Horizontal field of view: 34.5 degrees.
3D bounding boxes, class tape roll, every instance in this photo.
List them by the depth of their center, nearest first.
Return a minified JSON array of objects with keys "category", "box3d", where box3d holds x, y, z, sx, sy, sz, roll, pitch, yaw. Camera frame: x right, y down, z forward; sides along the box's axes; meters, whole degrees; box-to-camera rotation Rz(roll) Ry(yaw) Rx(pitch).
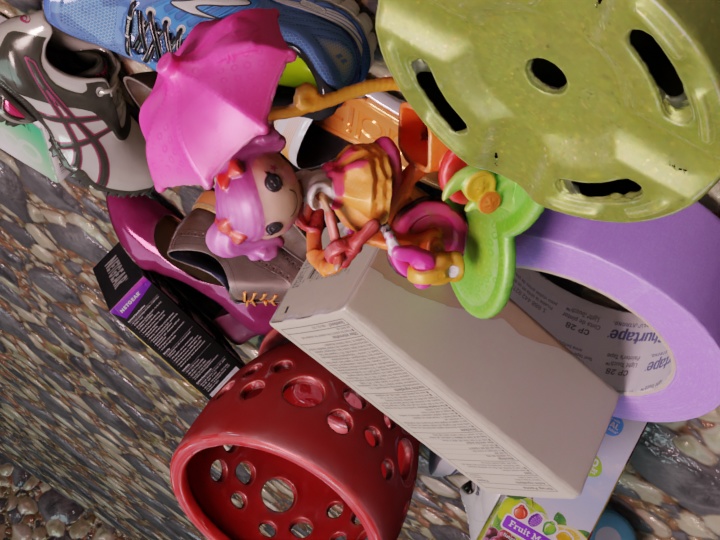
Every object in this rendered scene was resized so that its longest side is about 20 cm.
[{"category":"tape roll","box3d":[0.138,0.013,0.715,0.200,0.066,0.200,23,155,11]}]

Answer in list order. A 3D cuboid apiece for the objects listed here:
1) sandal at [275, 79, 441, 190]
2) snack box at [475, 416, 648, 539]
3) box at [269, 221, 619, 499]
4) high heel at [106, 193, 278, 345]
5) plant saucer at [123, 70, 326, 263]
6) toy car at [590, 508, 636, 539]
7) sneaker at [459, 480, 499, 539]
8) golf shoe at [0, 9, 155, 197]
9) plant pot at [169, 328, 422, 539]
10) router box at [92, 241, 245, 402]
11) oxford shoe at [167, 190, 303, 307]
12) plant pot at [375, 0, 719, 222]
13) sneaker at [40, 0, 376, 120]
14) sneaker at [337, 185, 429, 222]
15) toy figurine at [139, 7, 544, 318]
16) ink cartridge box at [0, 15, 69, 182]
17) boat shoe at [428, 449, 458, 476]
[{"category":"sandal","box3d":[-0.017,-0.093,0.754,0.206,0.059,0.079,29,154,14]},{"category":"snack box","box3d":[0.139,0.166,0.843,0.068,0.200,0.169,30,154,11]},{"category":"box","box3d":[0.054,0.056,0.714,0.200,0.078,0.095,40,154,-23]},{"category":"high heel","box3d":[-0.142,-0.018,1.069,0.200,0.068,0.096,44,135,-19]},{"category":"plant saucer","box3d":[-0.092,-0.079,0.856,0.200,0.032,0.200,41,171,8]},{"category":"toy car","box3d":[0.210,0.349,1.066,0.177,0.200,0.184,29,154,2]},{"category":"sneaker","box3d":[0.136,0.239,1.148,0.080,0.076,0.200,40,153,19]},{"category":"golf shoe","box3d":[-0.216,-0.127,0.927,0.088,0.077,0.200,-24,140,27]},{"category":"plant pot","box3d":[-0.041,0.152,1.023,0.200,0.183,0.201,14,133,15]},{"category":"router box","box3d":[-0.192,0.051,1.163,0.149,0.051,0.200,46,175,-20]},{"category":"oxford shoe","box3d":[-0.072,0.010,0.990,0.200,0.073,0.071,29,154,15]},{"category":"plant pot","box3d":[0.103,-0.124,0.392,0.200,0.190,0.200,28,153,15]},{"category":"sneaker","box3d":[-0.094,-0.137,0.678,0.199,0.089,0.079,14,134,4]},{"category":"sneaker","box3d":[0.000,0.000,0.856,0.076,0.088,0.200,31,162,3]},{"category":"toy figurine","box3d":[-0.016,-0.059,0.575,0.150,0.183,0.201,-128,36,-57]},{"category":"ink cartridge box","box3d":[-0.348,-0.181,1.040,0.200,0.050,0.161,28,154,12]},{"category":"boat shoe","box3d":[0.103,0.147,1.013,0.065,0.074,0.200,11,169,-4]}]
